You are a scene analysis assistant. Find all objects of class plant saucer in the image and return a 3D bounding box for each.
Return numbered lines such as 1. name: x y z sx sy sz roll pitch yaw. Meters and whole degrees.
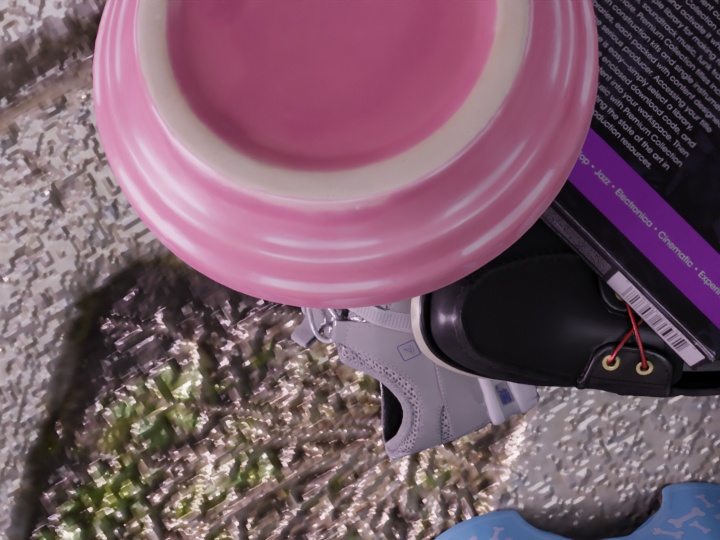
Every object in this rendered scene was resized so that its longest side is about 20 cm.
1. plant saucer: -0.008 -0.087 0.709 0.199 0.051 0.202 -2 71 6

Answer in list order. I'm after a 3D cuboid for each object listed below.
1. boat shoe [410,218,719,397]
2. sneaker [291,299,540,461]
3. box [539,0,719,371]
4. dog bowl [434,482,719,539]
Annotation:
1. boat shoe: 0.113 0.016 0.779 0.200 0.063 0.074 3 98 -33
2. sneaker: 0.000 0.000 0.783 0.082 0.075 0.201 -33 110 -1
3. box: 0.154 -0.080 0.754 0.143 0.036 0.200 45 79 5
4. dog bowl: 0.117 0.167 0.870 0.198 0.050 0.112 -7 108 -9
